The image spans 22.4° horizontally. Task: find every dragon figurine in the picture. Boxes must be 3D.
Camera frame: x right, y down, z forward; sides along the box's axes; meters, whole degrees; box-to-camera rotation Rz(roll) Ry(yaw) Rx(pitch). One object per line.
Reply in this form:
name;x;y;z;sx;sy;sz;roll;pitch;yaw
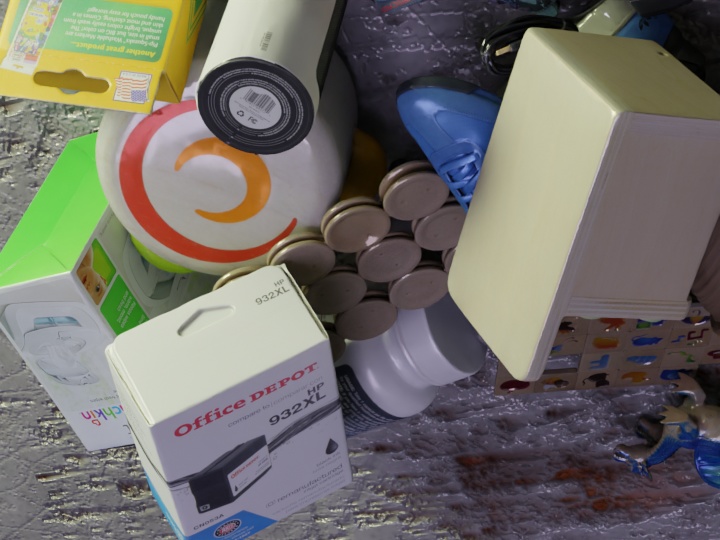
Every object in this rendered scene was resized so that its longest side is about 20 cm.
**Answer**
dragon figurine;0.300;0.139;1.475;0.199;0.059;0.100;7;146;25

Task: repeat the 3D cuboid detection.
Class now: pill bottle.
pill bottle;-0.001;0.072;1.495;0.200;0.120;0.120;-21;121;33

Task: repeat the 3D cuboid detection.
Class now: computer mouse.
computer mouse;0.172;-0.179;1.204;0.200;0.034;0.059;-29;132;-3

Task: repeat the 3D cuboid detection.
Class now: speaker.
speaker;-0.053;-0.172;1.242;0.081;0.200;0.081;6;133;6

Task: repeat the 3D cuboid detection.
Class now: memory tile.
memory tile;0.000;0.000;1.354;0.200;0.017;0.153;-30;143;16

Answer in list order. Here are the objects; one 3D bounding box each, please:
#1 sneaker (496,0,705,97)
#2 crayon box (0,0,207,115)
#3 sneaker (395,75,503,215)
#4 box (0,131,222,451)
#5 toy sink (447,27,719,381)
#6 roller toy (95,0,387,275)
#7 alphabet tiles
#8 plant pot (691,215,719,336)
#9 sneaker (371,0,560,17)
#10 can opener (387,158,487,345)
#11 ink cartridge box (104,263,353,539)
sneaker;0.161;-0.110;1.307;0.111;0.077;0.200;42;124;-7
crayon box;-0.173;-0.193;1.265;0.125;0.201;0.052;8;159;12
sneaker;0.095;-0.060;1.274;0.066;0.079;0.200;-13;140;41
box;-0.191;0.012;1.451;0.096;0.200;0.177;-12;124;27
toy sink;0.155;-0.039;1.195;0.112;0.130;0.200;3;118;-26
roller toy;-0.094;-0.103;1.358;0.199;0.140;0.183;-12;121;16
alphabet tiles;0.208;0.053;1.421;0.199;0.008;0.167;-4;150;-3
plant pot;0.266;-0.055;1.238;0.092;0.201;0.201;24;134;1
sneaker;0.100;-0.203;1.246;0.200;0.079;0.096;-15;126;29
can opener;0.089;-0.011;1.439;0.200;0.079;0.063;47;155;-15
ink cartridge box;-0.092;0.109;1.347;0.145;0.084;0.200;-26;145;-13
